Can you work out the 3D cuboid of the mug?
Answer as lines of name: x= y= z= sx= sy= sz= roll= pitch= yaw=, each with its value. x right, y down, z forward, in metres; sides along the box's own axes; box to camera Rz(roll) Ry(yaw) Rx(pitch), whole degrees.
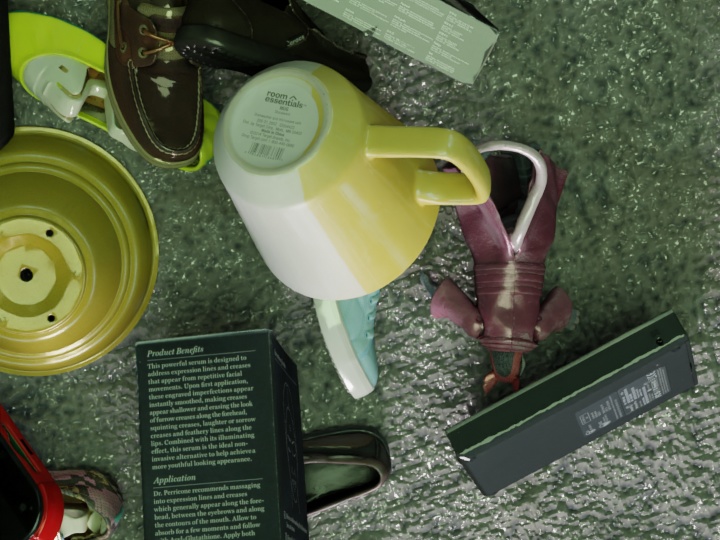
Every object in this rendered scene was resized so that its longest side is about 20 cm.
mug: x=-0.019 y=-0.085 z=1.561 sx=0.186 sy=0.153 sz=0.150 roll=-30 pitch=61 yaw=7

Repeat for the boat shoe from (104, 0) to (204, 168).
boat shoe: x=-0.151 y=-0.178 z=1.597 sx=0.071 sy=0.072 sz=0.202 roll=-4 pitch=78 yaw=-19

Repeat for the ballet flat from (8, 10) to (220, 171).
ballet flat: x=-0.195 y=-0.133 z=1.636 sx=0.199 sy=0.067 sz=0.067 roll=26 pitch=132 yaw=-11

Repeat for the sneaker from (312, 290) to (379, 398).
sneaker: x=0.000 y=0.000 z=1.687 sx=0.081 sy=0.074 sz=0.202 roll=-12 pitch=104 yaw=3

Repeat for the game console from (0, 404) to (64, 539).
game console: x=-0.335 y=0.174 z=1.670 sx=0.177 sy=0.031 sz=0.200 roll=-45 pitch=65 yaw=10

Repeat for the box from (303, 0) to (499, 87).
box: x=-0.003 y=-0.211 z=1.595 sx=0.199 sy=0.158 sz=0.050 roll=27 pitch=100 yaw=-9

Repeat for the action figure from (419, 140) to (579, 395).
action figure: x=0.123 y=0.001 z=1.668 sx=0.133 sy=0.149 sz=0.202 roll=-1 pitch=90 yaw=-11

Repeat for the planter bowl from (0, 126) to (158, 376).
planter bowl: x=-0.255 y=-0.005 z=1.660 sx=0.198 sy=0.084 sz=0.202 roll=-1 pitch=104 yaw=-4

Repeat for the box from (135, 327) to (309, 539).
box: x=-0.102 y=0.159 z=1.635 sx=0.106 sy=0.149 sz=0.202 roll=-5 pitch=76 yaw=6

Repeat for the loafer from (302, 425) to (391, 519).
loafer: x=-0.071 y=0.173 z=1.727 sx=0.198 sy=0.063 sz=0.073 roll=-16 pitch=105 yaw=-1

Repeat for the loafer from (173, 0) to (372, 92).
loafer: x=-0.056 y=-0.176 z=1.600 sx=0.072 sy=0.199 sz=0.072 roll=5 pitch=85 yaw=35

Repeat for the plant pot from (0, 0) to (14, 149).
plant pot: x=-0.356 y=-0.158 z=1.527 sx=0.197 sy=0.178 sz=0.202 roll=-1 pitch=111 yaw=-4

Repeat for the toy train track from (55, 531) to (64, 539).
toy train track: x=-0.237 y=0.263 z=1.708 sx=0.114 sy=0.033 sz=0.201 roll=-13 pitch=128 yaw=-7

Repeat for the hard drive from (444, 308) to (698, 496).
hard drive: x=0.169 y=0.108 z=1.698 sx=0.199 sy=0.140 sz=0.033 roll=-29 pitch=69 yaw=2

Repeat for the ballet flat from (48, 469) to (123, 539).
ballet flat: x=-0.287 y=0.191 z=1.709 sx=0.198 sy=0.071 sz=0.070 roll=1 pitch=103 yaw=-5
